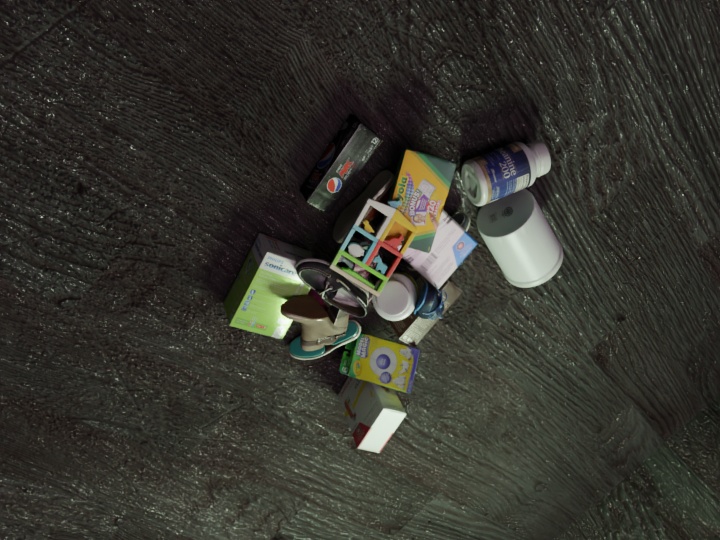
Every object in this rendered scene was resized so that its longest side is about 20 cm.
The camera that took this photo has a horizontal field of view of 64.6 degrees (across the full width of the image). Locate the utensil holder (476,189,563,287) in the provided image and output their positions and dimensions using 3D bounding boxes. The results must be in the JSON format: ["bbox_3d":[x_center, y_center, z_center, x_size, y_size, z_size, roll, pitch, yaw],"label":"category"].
[{"bbox_3d":[0.407,-0.085,1.459,0.169,0.171,0.200,-39,128,4],"label":"utensil holder"}]

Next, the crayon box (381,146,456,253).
[{"bbox_3d":[0.123,-0.154,1.251,0.116,0.058,0.205,14,104,-7],"label":"crayon box"}]

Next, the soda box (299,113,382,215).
[{"bbox_3d":[-0.044,-0.225,1.217,0.070,0.064,0.202,27,107,-35],"label":"soda box"}]

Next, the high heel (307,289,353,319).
[{"bbox_3d":[-0.061,0.066,1.400,0.096,0.068,0.199,-39,145,16],"label":"high heel"}]

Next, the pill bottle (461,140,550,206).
[{"bbox_3d":[0.349,-0.239,1.363,0.196,0.112,0.113,-22,129,-11],"label":"pill bottle"}]

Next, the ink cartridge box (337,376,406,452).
[{"bbox_3d":[0.025,0.364,1.557,0.082,0.201,0.147,19,113,-30],"label":"ink cartridge box"}]

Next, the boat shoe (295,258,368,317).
[{"bbox_3d":[-0.061,0.043,1.266,0.198,0.061,0.073,34,125,-30],"label":"boat shoe"}]

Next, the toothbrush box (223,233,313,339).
[{"bbox_3d":[-0.204,0.040,1.303,0.143,0.087,0.203,18,114,-34],"label":"toothbrush box"}]

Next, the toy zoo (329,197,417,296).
[{"bbox_3d":[0.035,-0.062,1.227,0.129,0.020,0.203,30,100,-11],"label":"toy zoo"}]

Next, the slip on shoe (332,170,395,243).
[{"bbox_3d":[0.015,-0.136,1.302,0.200,0.074,0.061,-47,131,4],"label":"slip on shoe"}]

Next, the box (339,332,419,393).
[{"bbox_3d":[0.049,0.239,1.500,0.195,0.048,0.120,14,80,4],"label":"box"}]

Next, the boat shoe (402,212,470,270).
[{"bbox_3d":[0.185,-0.080,1.418,0.198,0.073,0.062,-38,133,9],"label":"boat shoe"}]

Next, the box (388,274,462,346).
[{"bbox_3d":[0.165,0.089,1.503,0.074,0.101,0.201,28,108,-37],"label":"box"}]

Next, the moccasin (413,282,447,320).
[{"bbox_3d":[0.170,0.075,1.346,0.067,0.200,0.082,22,84,7],"label":"moccasin"}]

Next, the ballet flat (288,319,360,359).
[{"bbox_3d":[-0.087,0.184,1.466,0.195,0.070,0.070,-21,130,7],"label":"ballet flat"}]

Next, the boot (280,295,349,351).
[{"bbox_3d":[-0.113,0.132,1.333,0.195,0.071,0.148,1,135,-30],"label":"boot"}]

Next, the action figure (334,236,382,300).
[{"bbox_3d":[0.000,0.000,1.321,0.148,0.135,0.200,40,132,-4],"label":"action figure"}]

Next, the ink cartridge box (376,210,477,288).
[{"bbox_3d":[0.154,-0.082,1.347,0.199,0.084,0.146,41,100,-12],"label":"ink cartridge box"}]

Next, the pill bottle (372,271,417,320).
[{"bbox_3d":[0.085,0.060,1.375,0.106,0.200,0.113,0,91,7],"label":"pill bottle"}]
